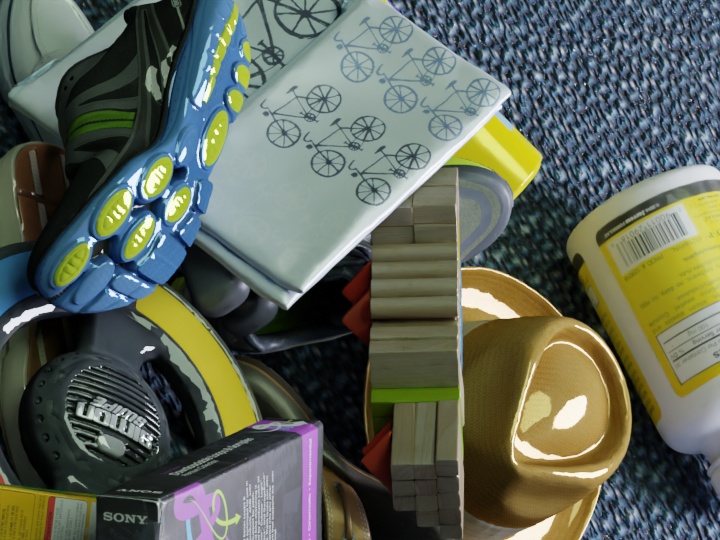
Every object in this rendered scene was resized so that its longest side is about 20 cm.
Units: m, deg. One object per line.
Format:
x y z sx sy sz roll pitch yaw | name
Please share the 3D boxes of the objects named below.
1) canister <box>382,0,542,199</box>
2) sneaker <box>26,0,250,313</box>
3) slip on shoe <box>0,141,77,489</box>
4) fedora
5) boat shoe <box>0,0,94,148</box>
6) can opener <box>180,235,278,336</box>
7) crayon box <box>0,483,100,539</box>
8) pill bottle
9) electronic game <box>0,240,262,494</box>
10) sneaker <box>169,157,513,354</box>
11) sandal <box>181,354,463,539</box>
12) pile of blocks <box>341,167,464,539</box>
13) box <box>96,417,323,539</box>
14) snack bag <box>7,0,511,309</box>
0.003 -0.108 1.547 0.200 0.149 0.087 45 84 -8 | canister
-0.118 -0.058 1.313 0.071 0.083 0.200 63 38 -45 | sneaker
-0.164 0.034 1.342 0.076 0.061 0.200 7 62 -41 | slip on shoe
0.091 0.084 1.482 0.201 0.082 0.201 16 65 -39 | fedora
-0.144 -0.085 1.447 0.074 0.067 0.200 1 59 -42 | boat shoe
-0.075 -0.062 1.400 0.053 0.067 0.200 36 27 -49 | can opener
-0.165 0.191 1.146 0.119 0.058 0.200 11 81 -30 | crayon box
0.217 0.044 1.636 0.111 0.111 0.200 -7 65 -45 | pill bottle
-0.126 0.076 1.269 0.200 0.042 0.200 23 50 -30 | electronic game
0.000 0.000 1.439 0.200 0.081 0.074 -25 116 -16 | sneaker
-0.021 0.126 1.376 0.200 0.082 0.055 47 28 3 | sandal
0.022 0.042 1.378 0.062 0.082 0.200 -1 64 4 | pile of blocks
-0.065 0.152 1.196 0.200 0.036 0.143 -18 110 -71 | box
-0.052 -0.092 1.389 0.200 0.021 0.189 36 58 17 | snack bag
